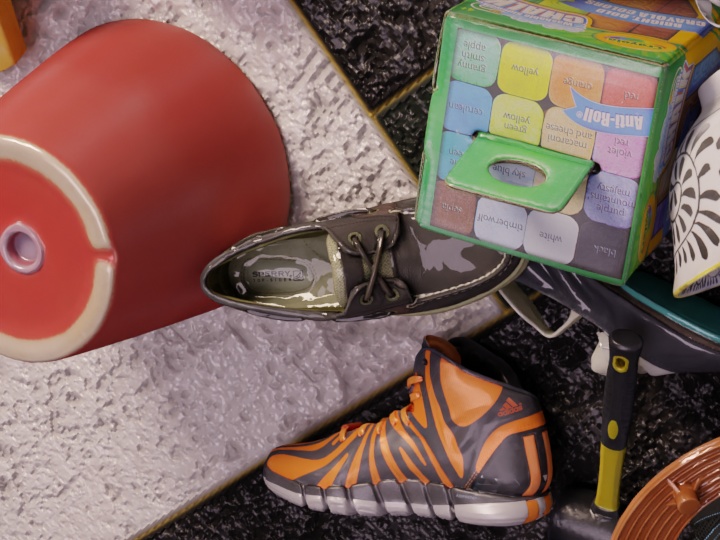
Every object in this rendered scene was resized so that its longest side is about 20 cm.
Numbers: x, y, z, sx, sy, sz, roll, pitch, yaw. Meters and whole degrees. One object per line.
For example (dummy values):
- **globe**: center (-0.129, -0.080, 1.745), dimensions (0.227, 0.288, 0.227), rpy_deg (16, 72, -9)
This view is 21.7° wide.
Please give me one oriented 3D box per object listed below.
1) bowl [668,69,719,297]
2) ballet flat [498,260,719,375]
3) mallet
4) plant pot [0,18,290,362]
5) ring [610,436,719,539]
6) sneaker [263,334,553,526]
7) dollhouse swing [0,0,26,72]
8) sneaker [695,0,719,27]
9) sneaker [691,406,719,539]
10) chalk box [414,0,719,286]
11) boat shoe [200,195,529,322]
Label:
- **bowl**: center (0.231, -0.070, 0.957), dimensions (0.201, 0.201, 0.094), rpy_deg (-31, 80, 31)
- **ballet flat**: center (0.139, 0.019, 1.098), dimensions (0.200, 0.073, 0.073), rpy_deg (34, 120, 18)
- **mallet**: center (0.140, 0.103, 1.108), dimensions (0.066, 0.041, 0.200), rpy_deg (12, 138, 23)
- **plant pot**: center (-0.167, -0.040, 1.161), dimensions (0.200, 0.177, 0.201), rpy_deg (9, 112, 22)
- **ring**: center (0.237, 0.166, 1.052), dimensions (0.200, 0.019, 0.201), rpy_deg (-3, 125, -4)
- **sneaker**: center (0.029, 0.095, 1.186), dimensions (0.200, 0.078, 0.112), rpy_deg (0, 98, 25)
- **dollhouse swing**: center (-0.275, -0.259, 1.214), dimensions (0.200, 0.176, 0.182), rpy_deg (21, 75, 18)
- **sneaker**: center (0.198, -0.222, 0.944), dimensions (0.075, 0.115, 0.200), rpy_deg (5, 125, -23)
- **sneaker**: center (0.229, 0.161, 1.120), dimensions (0.082, 0.073, 0.200), rpy_deg (45, 131, 39)
- **chalk box**: center (0.110, -0.080, 0.996), dimensions (0.124, 0.200, 0.124), rpy_deg (17, 116, 19)
- **boat shoe**: center (-0.001, -0.001, 1.094), dimensions (0.201, 0.066, 0.072), rpy_deg (-7, 97, 26)
